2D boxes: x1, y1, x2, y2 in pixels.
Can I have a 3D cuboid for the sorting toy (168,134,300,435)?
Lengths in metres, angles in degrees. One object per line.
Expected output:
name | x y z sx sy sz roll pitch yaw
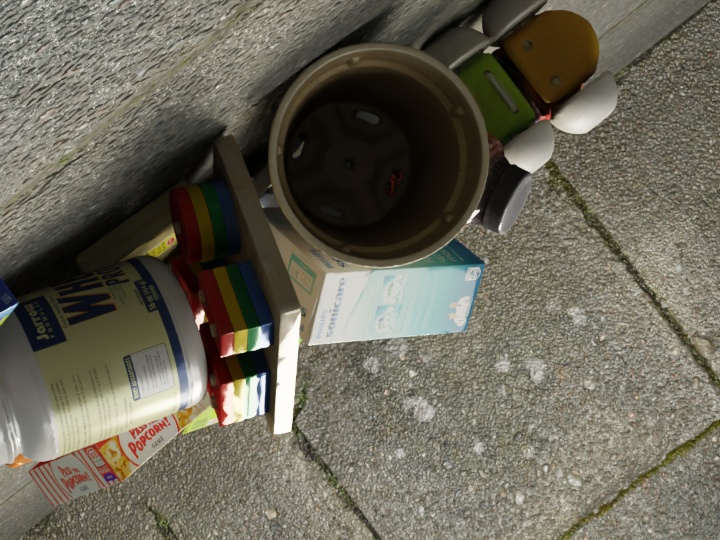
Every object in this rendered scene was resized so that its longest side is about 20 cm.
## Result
sorting toy | -0.120 0.021 1.463 0.069 0.199 0.200 -13 146 -14

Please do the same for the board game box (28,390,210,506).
board game box | -0.208 0.141 1.585 0.200 0.046 0.151 -41 -170 -38

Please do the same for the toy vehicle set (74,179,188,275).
toy vehicle set | -0.213 -0.020 1.590 0.124 0.027 0.200 -37 175 -11

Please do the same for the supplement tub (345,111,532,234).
supplement tub | 0.074 -0.111 1.686 0.107 0.200 0.107 -54 161 -28

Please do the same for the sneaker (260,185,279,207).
sneaker | -0.010 -0.078 1.767 0.074 0.200 0.116 33 -82 58

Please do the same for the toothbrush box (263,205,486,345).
toothbrush box | 0.000 0.000 1.655 0.200 0.146 0.086 -4 119 -34

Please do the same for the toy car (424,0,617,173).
toy car | 0.165 -0.198 1.784 0.200 0.175 0.150 -37 177 -10

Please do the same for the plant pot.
plant pot | 0.003 -0.103 1.540 0.200 0.201 0.183 -37 -174 -7

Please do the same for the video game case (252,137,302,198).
video game case | -0.140 -0.045 1.684 0.200 0.018 0.143 -45 -171 48

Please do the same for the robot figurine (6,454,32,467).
robot figurine | -0.318 0.123 1.646 0.144 0.117 0.200 -22 -175 36

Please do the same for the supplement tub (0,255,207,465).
supplement tub | -0.250 0.081 1.439 0.200 0.145 0.145 -20 169 -21

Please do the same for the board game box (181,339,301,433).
board game box | -0.129 0.094 1.738 0.101 0.048 0.200 -17 156 -33

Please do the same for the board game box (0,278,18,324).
board game box | -0.371 0.077 1.246 0.200 0.045 0.134 -33 174 -44
